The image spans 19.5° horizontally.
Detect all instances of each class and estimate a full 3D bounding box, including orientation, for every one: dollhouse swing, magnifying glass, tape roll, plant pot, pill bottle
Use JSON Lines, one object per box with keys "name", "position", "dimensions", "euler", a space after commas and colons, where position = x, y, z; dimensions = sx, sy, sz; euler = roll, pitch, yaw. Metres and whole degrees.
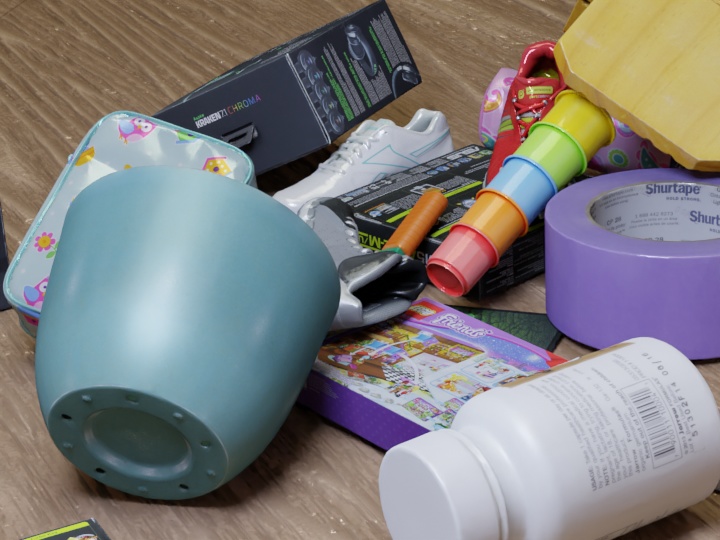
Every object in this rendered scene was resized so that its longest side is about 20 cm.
{"name": "dollhouse swing", "position": [0.250, -0.151, 1.759], "dimensions": [0.200, 0.182, 0.176], "euler": [35, 68, 5]}
{"name": "magnifying glass", "position": [0.018, 0.002, 1.657], "dimensions": [0.080, 0.022, 0.200], "euler": [-10, 32, 38]}
{"name": "tape roll", "position": [0.243, -0.008, 1.622], "dimensions": [0.200, 0.085, 0.200], "euler": [-2, 22, 1]}
{"name": "plant pot", "position": [-0.127, 0.055, 1.413], "dimensions": [0.200, 0.201, 0.161], "euler": [2, 49, 16]}
{"name": "pill bottle", "position": [0.117, 0.121, 1.305], "dimensions": [0.200, 0.114, 0.114], "euler": [-18, 26, -28]}

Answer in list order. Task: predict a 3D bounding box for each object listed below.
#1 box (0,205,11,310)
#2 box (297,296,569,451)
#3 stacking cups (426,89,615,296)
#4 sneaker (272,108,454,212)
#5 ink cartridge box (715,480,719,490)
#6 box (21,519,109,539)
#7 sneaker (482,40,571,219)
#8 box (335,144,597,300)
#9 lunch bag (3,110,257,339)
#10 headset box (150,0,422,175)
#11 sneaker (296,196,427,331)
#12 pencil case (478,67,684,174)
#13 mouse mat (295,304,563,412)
{"name": "box", "position": [-0.390, -0.025, 1.689], "dimensions": [0.200, 0.158, 0.050], "euler": [-14, 25, -24]}
{"name": "box", "position": [0.058, 0.083, 1.488], "dimensions": [0.137, 0.039, 0.200], "euler": [-21, 28, -32]}
{"name": "stacking cups", "position": [0.124, -0.057, 1.670], "dimensions": [0.060, 0.061, 0.200], "euler": [19, 58, 43]}
{"name": "sneaker", "position": [0.000, -0.093, 1.883], "dimensions": [0.200, 0.080, 0.070], "euler": [-21, 30, -31]}
{"name": "ink cartridge box", "position": [0.353, 0.103, 1.397], "dimensions": [0.176, 0.045, 0.200], "euler": [10, 27, 33]}
{"name": "box", "position": [-0.212, 0.225, 1.191], "dimensions": [0.200, 0.048, 0.193], "euler": [-15, 23, -22]}
{"name": "sneaker", "position": [0.142, -0.122, 1.772], "dimensions": [0.077, 0.085, 0.200], "euler": [0, 42, 10]}
{"name": "box", "position": [0.100, -0.047, 1.797], "dimensions": [0.200, 0.048, 0.193], "euler": [-23, 32, -39]}
{"name": "lunch bag", "position": [-0.175, -0.023, 1.623], "dimensions": [0.160, 0.077, 0.200], "euler": [18, 64, 22]}
{"name": "headset box", "position": [-0.070, -0.158, 1.950], "dimensions": [0.174, 0.093, 0.200], "euler": [-20, 10, 34]}
{"name": "sneaker", "position": [0.000, 0.000, 1.585], "dimensions": [0.115, 0.075, 0.200], "euler": [-5, 25, 16]}
{"name": "pencil case", "position": [0.209, -0.125, 1.888], "dimensions": [0.200, 0.087, 0.087], "euler": [15, 28, 21]}
{"name": "mouse mat", "position": [0.057, 0.068, 1.583], "dimensions": [0.161, 0.008, 0.200], "euler": [5, 25, 21]}
